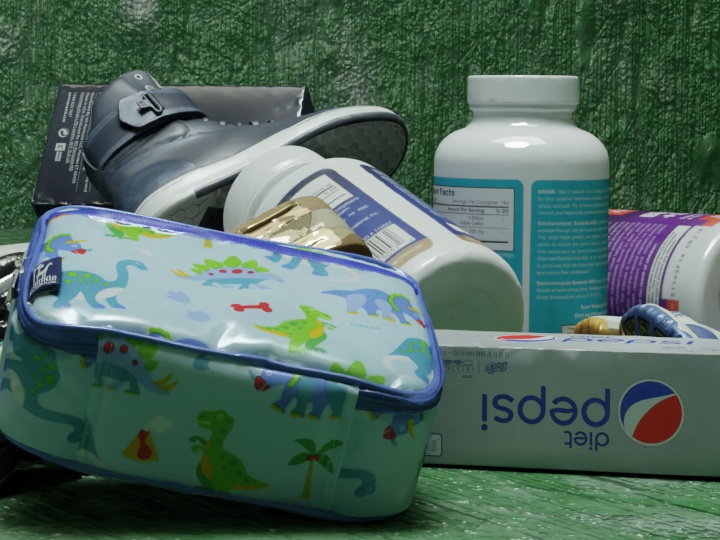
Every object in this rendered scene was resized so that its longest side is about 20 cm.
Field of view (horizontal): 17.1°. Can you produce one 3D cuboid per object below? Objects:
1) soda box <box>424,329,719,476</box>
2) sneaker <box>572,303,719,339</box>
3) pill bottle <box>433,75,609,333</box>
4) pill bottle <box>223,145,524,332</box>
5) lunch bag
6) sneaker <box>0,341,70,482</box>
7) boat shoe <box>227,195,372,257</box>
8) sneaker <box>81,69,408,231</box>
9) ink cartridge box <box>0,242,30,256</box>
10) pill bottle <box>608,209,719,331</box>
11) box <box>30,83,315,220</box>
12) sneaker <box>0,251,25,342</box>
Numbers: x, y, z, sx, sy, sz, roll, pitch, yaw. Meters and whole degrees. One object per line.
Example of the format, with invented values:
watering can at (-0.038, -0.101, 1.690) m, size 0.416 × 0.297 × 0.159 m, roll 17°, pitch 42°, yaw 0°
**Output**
soda box at (0.120, 0.067, 1.232) m, size 0.198 × 0.064 × 0.068 m, roll 1°, pitch 5°, yaw 15°
sneaker at (0.187, 0.054, 1.359) m, size 0.087 × 0.076 × 0.200 m, roll 0°, pitch 5°, yaw -13°
pill bottle at (0.099, -0.020, 1.486) m, size 0.110 × 0.202 × 0.111 m, roll 1°, pitch 4°, yaw 0°
pill bottle at (0.000, 0.000, 1.436) m, size 0.110 × 0.112 × 0.200 m, roll -2°, pitch 25°, yaw -34°
lunch bag at (-0.065, 0.036, 1.104) m, size 0.198 × 0.083 × 0.161 m, roll 12°, pitch 21°, yaw -5°
sneaker at (-0.186, 0.066, 1.172) m, size 0.079 × 0.078 × 0.200 m, roll -8°, pitch -1°, yaw 27°
boat shoe at (-0.091, 0.023, 1.314) m, size 0.199 × 0.072 × 0.065 m, roll -25°, pitch 50°, yaw -19°
sneaker at (-0.083, -0.087, 1.566) m, size 0.201 × 0.077 × 0.146 m, roll -20°, pitch 41°, yaw -22°
ink cartridge box at (-0.124, 0.034, 1.450) m, size 0.175 × 0.045 × 0.200 m, roll 22°, pitch 10°, yaw 15°
pill bottle at (0.195, 0.015, 1.636) m, size 0.111 × 0.112 × 0.199 m, roll -3°, pitch 5°, yaw -38°
box at (-0.113, -0.034, 1.702) m, size 0.181 × 0.105 × 0.200 m, roll 3°, pitch -32°, yaw 12°
sneaker at (-0.244, 0.069, 1.269) m, size 0.199 × 0.076 × 0.116 m, roll -24°, pitch -14°, yaw -34°
